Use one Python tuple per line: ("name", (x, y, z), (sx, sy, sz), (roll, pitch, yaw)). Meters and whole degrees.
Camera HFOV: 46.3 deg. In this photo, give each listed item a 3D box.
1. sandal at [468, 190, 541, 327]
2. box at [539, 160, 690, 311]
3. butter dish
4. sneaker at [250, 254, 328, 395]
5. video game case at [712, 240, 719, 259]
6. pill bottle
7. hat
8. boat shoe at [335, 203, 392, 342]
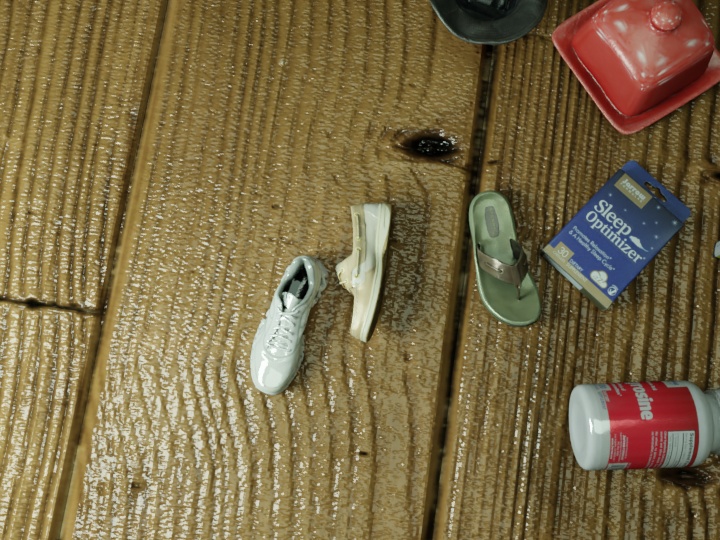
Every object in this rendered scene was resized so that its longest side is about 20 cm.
("sandal", (0.195, -0.017, 1.170), (0.080, 0.057, 0.201), (-15, 79, -2))
("box", (0.365, -0.056, 1.190), (0.121, 0.032, 0.200), (43, 81, 8))
("butter dish", (0.408, -0.329, 1.184), (0.199, 0.148, 0.200), (-32, 81, -5))
("sneaker", (-0.102, 0.070, 1.145), (0.075, 0.081, 0.200), (16, 81, 2))
("video game case", (0.598, -0.026, 1.106), (0.200, 0.181, 0.026), (13, 77, 3))
("pill bottle", (0.383, 0.201, 1.098), (0.200, 0.112, 0.112), (-2, 79, -1))
("hat", (0.180, -0.403, 1.236), (0.200, 0.081, 0.201), (2, 74, -6))
("boat shoe", (0.000, 0.000, 1.165), (0.069, 0.074, 0.200), (7, 70, 4))
